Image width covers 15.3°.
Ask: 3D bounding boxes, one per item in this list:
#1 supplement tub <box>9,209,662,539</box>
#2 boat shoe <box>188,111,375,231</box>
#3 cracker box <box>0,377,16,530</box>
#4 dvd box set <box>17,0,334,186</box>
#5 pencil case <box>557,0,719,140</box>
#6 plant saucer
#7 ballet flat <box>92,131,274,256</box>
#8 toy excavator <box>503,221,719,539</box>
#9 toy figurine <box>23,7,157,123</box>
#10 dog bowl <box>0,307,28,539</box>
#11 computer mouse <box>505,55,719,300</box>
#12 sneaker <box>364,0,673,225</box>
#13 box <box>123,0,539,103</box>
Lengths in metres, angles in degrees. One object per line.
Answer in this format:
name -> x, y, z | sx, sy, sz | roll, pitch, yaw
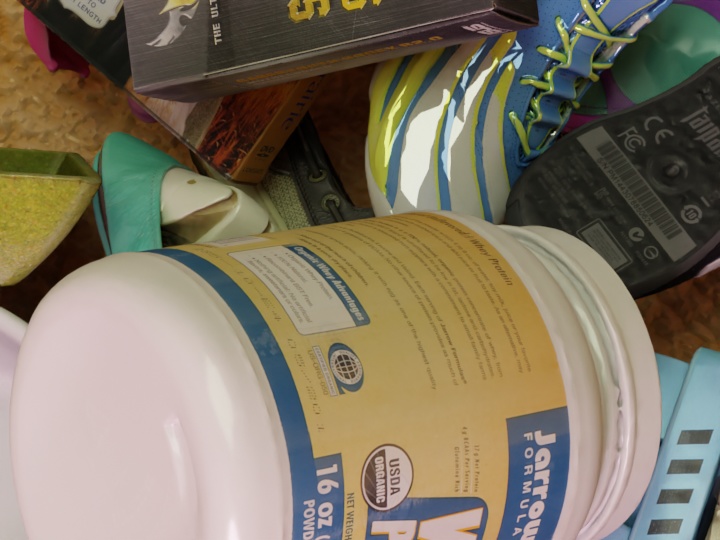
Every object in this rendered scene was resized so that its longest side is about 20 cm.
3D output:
supplement tub -> -0.006, 0.056, 0.943 | 0.199, 0.145, 0.145 | -9, 57, -38
boat shoe -> 0.000, 0.000, 1.129 | 0.065, 0.073, 0.200 | -37, 65, -2
cracker box -> -0.229, 0.080, 1.143 | 0.199, 0.058, 0.134 | 18, 70, 17
dvd box set -> -0.043, -0.157, 1.096 | 0.146, 0.029, 0.200 | 41, 104, 17
pencil case -> 0.170, -0.077, 1.126 | 0.199, 0.085, 0.093 | 3, 47, 13
plant saucer -> -0.212, -0.027, 1.106 | 0.199, 0.200, 0.048 | 3, 94, -9
ballet flat -> -0.063, 0.008, 1.081 | 0.070, 0.067, 0.200 | -31, 43, 20
toy excavator -> 0.097, 0.061, 1.061 | 0.199, 0.100, 0.195 | 17, 70, 11
toy figurine -> -0.060, -0.132, 1.178 | 0.184, 0.150, 0.201 | -28, 68, 10
dog bowl -> -0.184, 0.111, 1.047 | 0.199, 0.079, 0.201 | -3, 67, 6
computer mouse -> 0.162, -0.024, 1.042 | 0.200, 0.046, 0.140 | -36, 71, -18
sneaker -> 0.068, -0.095, 1.044 | 0.105, 0.076, 0.201 | -9, 61, 53
box -> -0.022, -0.178, 1.037 | 0.158, 0.048, 0.201 | -10, 83, 25
